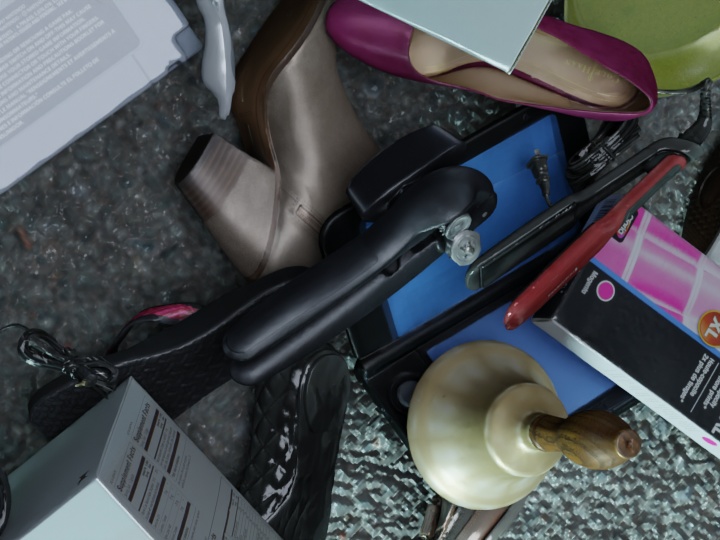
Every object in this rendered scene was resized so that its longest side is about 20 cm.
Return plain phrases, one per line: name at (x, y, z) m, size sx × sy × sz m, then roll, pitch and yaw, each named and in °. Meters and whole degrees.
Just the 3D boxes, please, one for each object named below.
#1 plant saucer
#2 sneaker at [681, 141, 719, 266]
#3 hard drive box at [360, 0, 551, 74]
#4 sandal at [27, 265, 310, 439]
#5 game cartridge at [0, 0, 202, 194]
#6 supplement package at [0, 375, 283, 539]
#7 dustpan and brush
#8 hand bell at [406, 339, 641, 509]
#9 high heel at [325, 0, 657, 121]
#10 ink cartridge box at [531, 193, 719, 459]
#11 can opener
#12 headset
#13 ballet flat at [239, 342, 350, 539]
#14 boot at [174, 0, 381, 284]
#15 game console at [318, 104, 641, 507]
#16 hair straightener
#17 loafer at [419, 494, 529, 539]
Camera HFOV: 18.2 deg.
plant saucer at (0.210, -0.203, 1.434) m, size 0.199 × 0.031 × 0.201 m, roll -17°, pitch 133°, yaw -20°
sneaker at (0.287, -0.076, 1.485) m, size 0.084 × 0.073 × 0.201 m, roll 30°, pitch 88°, yaw -20°
hard drive box at (0.022, -0.220, 1.311) m, size 0.199 × 0.156 × 0.077 m, roll 25°, pitch 122°, yaw -6°
sandal at (-0.112, 0.048, 1.387) m, size 0.199 × 0.045 × 0.075 m, roll -27°, pitch 141°, yaw -2°
game cartridge at (-0.212, -0.132, 1.361) m, size 0.200 × 0.040 × 0.134 m, roll -36°, pitch 106°, yaw -11°
supplement package at (-0.132, 0.203, 1.323) m, size 0.152 × 0.151 × 0.200 m, roll -38°, pitch 104°, yaw 14°
dustpan and brush at (-0.098, -0.192, 1.341) m, size 0.057 × 0.140 × 0.201 m, roll 4°, pitch 100°, yaw -2°
hand bell at (0.110, 0.092, 1.288) m, size 0.104 × 0.200 × 0.105 m, roll 1°, pitch 88°, yaw -20°
high heel at (0.081, -0.132, 1.351) m, size 0.199 × 0.096 × 0.068 m, roll 4°, pitch 109°, yaw -11°
ink cartridge box at (0.209, 0.046, 1.416) m, size 0.200 × 0.037 × 0.095 m, roll 36°, pitch 76°, yaw -19°
can opener at (0.000, 0.000, 1.332) m, size 0.200 × 0.079 × 0.063 m, roll -42°, pitch 142°, yaw -13°
headset at (-0.223, 0.113, 1.277) m, size 0.094 × 0.124 × 0.200 m, roll 24°, pitch 116°, yaw -29°
ballet flat at (-0.052, 0.137, 1.425) m, size 0.066 × 0.057 × 0.201 m, roll 12°, pitch 96°, yaw -40°
boot at (-0.019, -0.076, 1.408) m, size 0.146 × 0.070 × 0.200 m, roll 35°, pitch 85°, yaw -21°
game console at (0.096, 0.017, 1.400) m, size 0.199 × 0.117 × 0.176 m, roll -30°, pitch 69°, yaw -18°
hair straightener at (0.136, -0.056, 1.368) m, size 0.200 × 0.041 × 0.077 m, roll -43°, pitch 70°, yaw -8°
loafer at (0.083, 0.128, 1.451) m, size 0.063 × 0.072 × 0.200 m, roll 39°, pitch 76°, yaw 1°
